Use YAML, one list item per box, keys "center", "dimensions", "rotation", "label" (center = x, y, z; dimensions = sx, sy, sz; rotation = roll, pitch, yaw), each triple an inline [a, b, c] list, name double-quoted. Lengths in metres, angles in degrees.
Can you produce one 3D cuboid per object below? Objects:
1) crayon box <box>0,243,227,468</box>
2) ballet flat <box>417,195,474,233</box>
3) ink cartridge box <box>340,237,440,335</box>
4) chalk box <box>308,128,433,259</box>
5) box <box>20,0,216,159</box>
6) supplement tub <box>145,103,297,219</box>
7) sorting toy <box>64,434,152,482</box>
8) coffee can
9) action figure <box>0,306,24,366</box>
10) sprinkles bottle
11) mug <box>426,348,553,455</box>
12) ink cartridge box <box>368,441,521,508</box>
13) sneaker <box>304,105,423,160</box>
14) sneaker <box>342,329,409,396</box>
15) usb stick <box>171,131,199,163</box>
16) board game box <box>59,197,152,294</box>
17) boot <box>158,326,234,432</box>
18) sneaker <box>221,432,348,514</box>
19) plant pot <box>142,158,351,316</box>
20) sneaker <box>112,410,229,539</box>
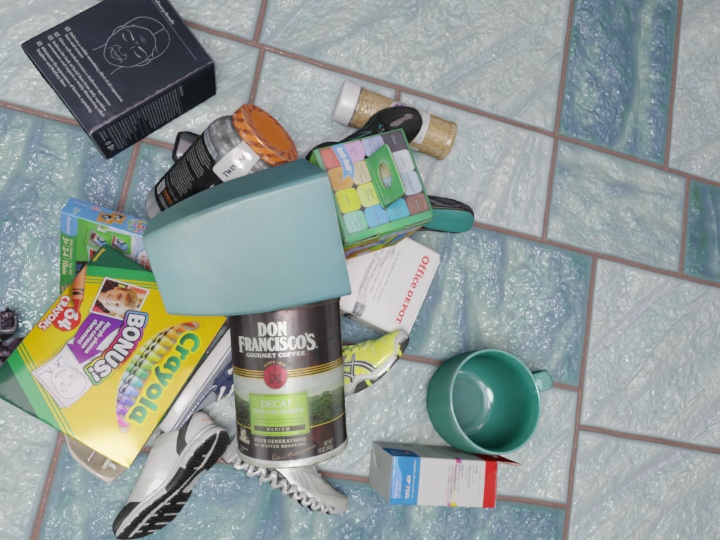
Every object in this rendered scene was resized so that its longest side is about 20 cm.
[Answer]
- center: [-0.287, 0.098, 0.636]
  dimensions: [0.172, 0.058, 0.200]
  rotation: [32, 64, -6]
  label: "crayon box"
- center: [0.086, -0.099, 0.876]
  dimensions: [0.200, 0.073, 0.073]
  rotation: [5, 82, -14]
  label: "ballet flat"
- center: [0.000, 0.000, 0.828]
  dimensions: [0.200, 0.084, 0.145]
  rotation: [26, 78, -9]
  label: "ink cartridge box"
- center: [0.004, -0.094, 0.695]
  dimensions: [0.124, 0.200, 0.125]
  rotation: [-18, 84, -16]
  label: "chalk box"
- center: [-0.331, -0.284, 0.768]
  dimensions: [0.200, 0.107, 0.149]
  rotation: [-37, 92, -15]
  label: "box"
- center: [-0.187, -0.122, 0.732]
  dimensions: [0.200, 0.123, 0.123]
  rotation: [-38, 94, 24]
  label: "supplement tub"
- center: [-0.339, 0.140, 0.724]
  dimensions: [0.180, 0.107, 0.200]
  rotation: [31, 77, -1]
  label: "sorting toy"
- center: [-0.093, 0.130, 0.700]
  dimensions: [0.146, 0.146, 0.201]
  rotation: [-4, 93, -15]
  label: "coffee can"
- center: [-0.445, 0.105, 0.676]
  dimensions: [0.199, 0.069, 0.130]
  rotation: [3, 53, 2]
  label: "action figure"
- center: [0.056, -0.244, 0.882]
  dimensions: [0.200, 0.068, 0.068]
  rotation: [17, 79, -12]
  label: "sprinkles bottle"
- center: [0.193, 0.206, 0.831]
  dimensions: [0.185, 0.114, 0.152]
  rotation: [20, 69, -14]
  label: "mug"
- center: [0.124, 0.304, 0.805]
  dimensions: [0.200, 0.116, 0.067]
  rotation: [8, 81, -13]
  label: "ink cartridge box"
- center: [0.009, -0.182, 0.827]
  dimensions: [0.200, 0.079, 0.075]
  rotation: [-28, 120, 6]
  label: "sneaker"
- center: [-0.020, 0.137, 0.780]
  dimensions: [0.200, 0.075, 0.076]
  rotation: [-34, 88, 12]
  label: "sneaker"
- center: [-0.186, -0.162, 0.828]
  dimensions: [0.200, 0.033, 0.056]
  rotation: [15, 79, -12]
  label: "usb stick"
- center: [-0.295, 0.000, 0.728]
  dimensions: [0.200, 0.151, 0.037]
  rotation: [16, 39, -12]
  label: "board game box"
- center: [-0.183, 0.154, 0.749]
  dimensions: [0.090, 0.073, 0.200]
  rotation: [39, 57, -10]
  label: "boot"
- center: [-0.097, 0.285, 0.779]
  dimensions: [0.200, 0.075, 0.081]
  rotation: [33, 68, -9]
  label: "sneaker"
- center: [-0.134, -0.032, 0.621]
  dimensions: [0.200, 0.141, 0.142]
  rotation: [-15, 111, -12]
  label: "plant pot"
- center: [-0.268, 0.279, 0.744]
  dimensions: [0.080, 0.074, 0.200]
  rotation: [37, 83, 32]
  label: "sneaker"
